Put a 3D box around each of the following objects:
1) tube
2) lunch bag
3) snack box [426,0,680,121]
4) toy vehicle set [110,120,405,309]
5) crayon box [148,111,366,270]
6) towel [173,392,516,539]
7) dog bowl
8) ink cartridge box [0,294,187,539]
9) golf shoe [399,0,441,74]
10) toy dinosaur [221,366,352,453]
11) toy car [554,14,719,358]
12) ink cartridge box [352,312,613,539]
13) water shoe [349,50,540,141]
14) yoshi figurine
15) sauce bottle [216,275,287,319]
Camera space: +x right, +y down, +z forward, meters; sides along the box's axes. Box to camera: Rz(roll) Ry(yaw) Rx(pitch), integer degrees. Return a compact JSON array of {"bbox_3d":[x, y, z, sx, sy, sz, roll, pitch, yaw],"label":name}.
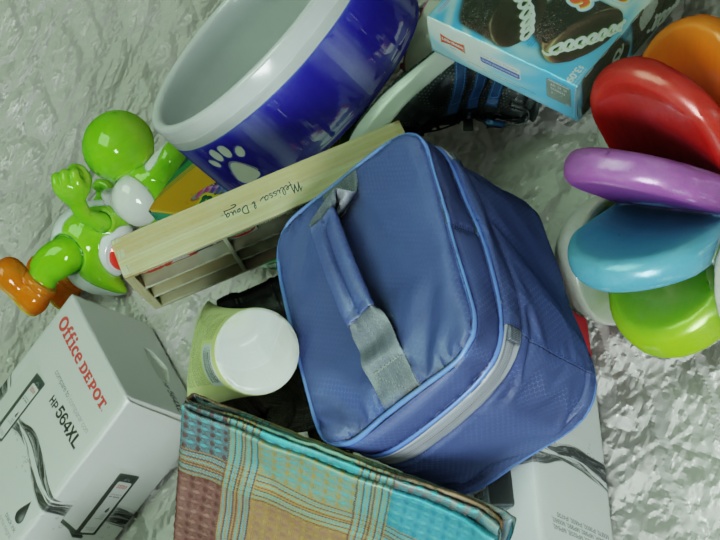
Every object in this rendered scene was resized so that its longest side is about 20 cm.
[{"bbox_3d":[-0.083,0.052,1.118,0.058,0.052,0.200,-40,7,-15],"label":"tube"},{"bbox_3d":[0.035,0.017,1.055,0.136,0.132,0.201,-38,47,24],"label":"lunch bag"},{"bbox_3d":[0.148,-0.194,1.155,0.116,0.037,0.200,29,64,26],"label":"snack box"},{"bbox_3d":[-0.058,-0.034,1.174,0.199,0.124,0.027,-23,80,0],"label":"toy vehicle set"},{"bbox_3d":[-0.056,-0.064,1.343,0.200,0.058,0.119,9,58,47],"label":"crayon box"},{"bbox_3d":[-0.017,0.158,1.029,0.199,0.147,0.022,20,41,13],"label":"towel"},{"bbox_3d":[-0.054,-0.151,1.279,0.200,0.079,0.200,-40,24,21],"label":"dog bowl"},{"bbox_3d":[-0.235,0.142,1.425,0.200,0.084,0.146,-52,42,13],"label":"ink cartridge box"},{"bbox_3d":[0.105,-0.207,1.282,0.091,0.075,0.201,21,84,28],"label":"golf shoe"},{"bbox_3d":[-0.053,0.092,1.235,0.102,0.199,0.077,45,139,27],"label":"toy dinosaur"},{"bbox_3d":[0.186,-0.054,1.048,0.175,0.150,0.201,10,78,47],"label":"toy car"},{"bbox_3d":[0.074,0.129,1.119,0.144,0.084,0.201,-26,54,34],"label":"ink cartridge box"},{"bbox_3d":[0.084,-0.125,1.202,0.200,0.079,0.072,-38,2,0],"label":"water shoe"},{"bbox_3d":[-0.226,-0.059,1.506,0.200,0.112,0.113,-42,39,18],"label":"yoshi figurine"},{"bbox_3d":[0.000,0.000,1.214,0.199,0.065,0.065,-24,49,0],"label":"sauce bottle"}]
